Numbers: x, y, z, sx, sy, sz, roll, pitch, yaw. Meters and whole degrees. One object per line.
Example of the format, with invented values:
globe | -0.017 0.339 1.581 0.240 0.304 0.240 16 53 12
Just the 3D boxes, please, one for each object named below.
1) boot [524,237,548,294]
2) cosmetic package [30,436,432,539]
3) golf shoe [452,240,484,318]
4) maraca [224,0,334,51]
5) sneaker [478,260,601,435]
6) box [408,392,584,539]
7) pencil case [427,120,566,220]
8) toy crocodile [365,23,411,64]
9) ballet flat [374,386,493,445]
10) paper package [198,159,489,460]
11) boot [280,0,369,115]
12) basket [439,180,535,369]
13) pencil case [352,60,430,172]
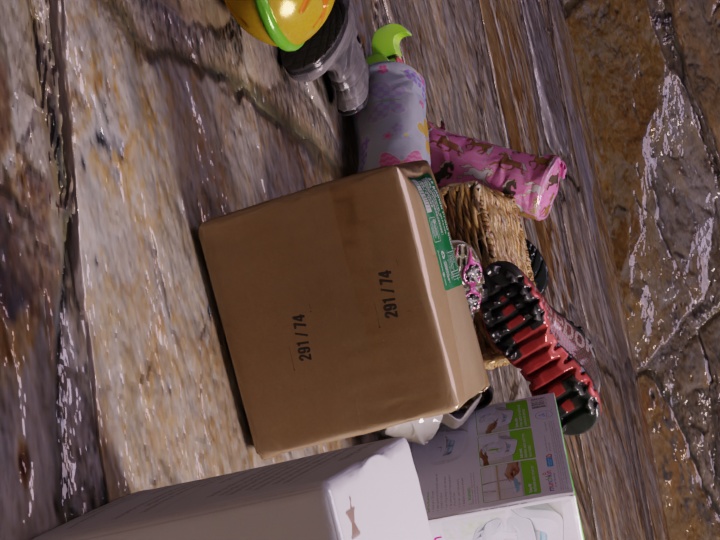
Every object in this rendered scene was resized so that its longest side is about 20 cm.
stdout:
boot | 0.162 -0.021 1.847 0.077 0.199 0.168 -63 158 5
cosmetic package | -0.065 0.209 0.889 0.167 0.198 0.169 -9 85 -72
golf shoe | 0.070 0.050 1.564 0.092 0.072 0.202 -123 -138 -52
maraca | -0.071 -0.282 1.396 0.200 0.106 0.139 -69 149 -62
sneaker | 0.192 0.073 1.572 0.202 0.070 0.098 57 28 -6
box | 0.122 0.217 1.461 0.200 0.174 0.098 -88 165 -67
pencil case | 0.146 -0.121 1.807 0.083 0.198 0.088 -7 114 -67
toy crocodile | 0.043 -0.195 1.772 0.067 0.061 0.203 36 44 -64
ballet flat | 0.065 0.128 1.463 0.068 0.068 0.199 43 36 25
paper package | -0.012 0.030 1.208 0.103 0.188 0.202 -20 95 -73
boot | -0.025 -0.218 1.573 0.201 0.069 0.133 -73 151 -52
basket | 0.114 0.015 1.695 0.149 0.141 0.203 10 65 -68
pencil case | 0.032 -0.135 1.646 0.083 0.090 0.202 62 22 -51
